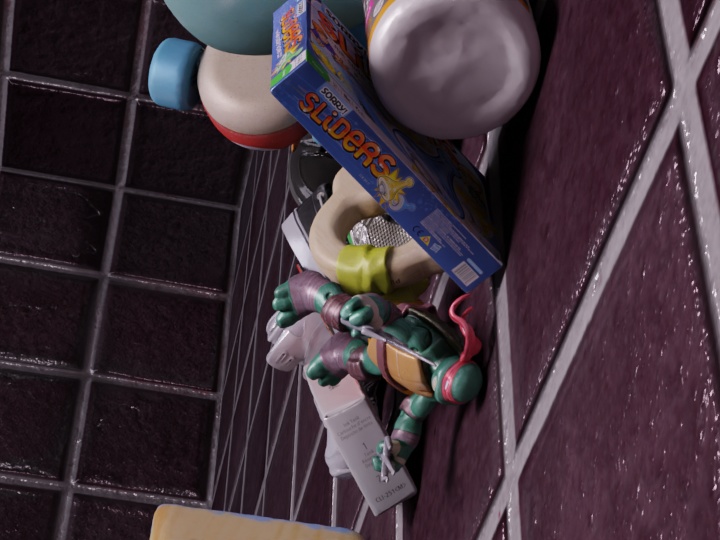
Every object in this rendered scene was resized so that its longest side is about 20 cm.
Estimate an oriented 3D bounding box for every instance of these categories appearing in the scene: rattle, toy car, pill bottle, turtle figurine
[{"bbox_3d":[0.034,-0.027,1.324,0.130,0.143,0.200,-32,34,12],"label":"rattle"},{"bbox_3d":[-0.062,-0.161,1.502,0.200,0.183,0.178,72,-144,-64],"label":"toy car"},{"bbox_3d":[0.059,-0.184,1.177,0.200,0.116,0.117,-94,15,-59],"label":"pill bottle"},{"bbox_3d":[0.022,0.067,1.173,0.200,0.100,0.150,25,131,53],"label":"turtle figurine"}]

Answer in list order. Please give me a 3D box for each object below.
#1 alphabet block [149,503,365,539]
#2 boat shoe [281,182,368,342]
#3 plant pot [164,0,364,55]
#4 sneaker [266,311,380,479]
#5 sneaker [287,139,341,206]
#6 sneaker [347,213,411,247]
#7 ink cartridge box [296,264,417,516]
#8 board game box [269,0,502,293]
[{"bbox_3d":[-0.098,0.341,1.428,0.200,0.195,0.196,-99,18,-67],"label":"alphabet block"},{"bbox_3d":[0.002,0.001,1.454,0.068,0.073,0.200,-48,44,17],"label":"boat shoe"},{"bbox_3d":[-0.071,-0.265,1.334,0.161,0.200,0.201,-27,44,35],"label":"plant pot"},{"bbox_3d":[-0.035,0.096,1.545,0.075,0.114,0.201,-96,17,-64],"label":"sneaker"},{"bbox_3d":[-0.027,-0.143,1.644,0.082,0.073,0.201,111,166,-58],"label":"sneaker"},{"bbox_3d":[0.035,-0.093,1.394,0.085,0.078,0.201,-178,98,-82],"label":"sneaker"},{"bbox_3d":[-0.021,0.093,1.380,0.174,0.043,0.200,61,178,-10],"label":"ink cartridge box"},{"bbox_3d":[0.017,-0.091,1.147,0.034,0.200,0.136,-37,25,18],"label":"board game box"}]
